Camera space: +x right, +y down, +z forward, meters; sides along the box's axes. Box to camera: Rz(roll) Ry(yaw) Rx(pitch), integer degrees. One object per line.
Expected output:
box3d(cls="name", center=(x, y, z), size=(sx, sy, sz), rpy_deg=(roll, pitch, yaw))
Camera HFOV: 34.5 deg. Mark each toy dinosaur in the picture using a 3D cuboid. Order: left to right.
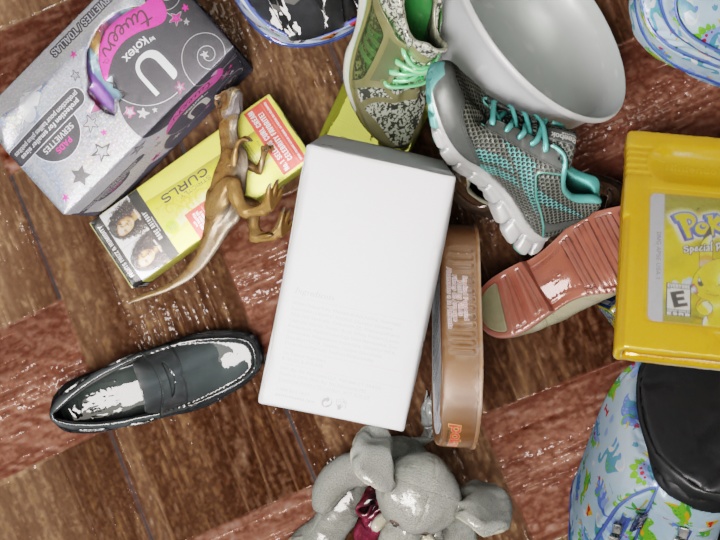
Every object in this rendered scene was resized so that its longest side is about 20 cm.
box3d(cls="toy dinosaur", center=(-0.115, -0.052, 0.999), size=(0.105, 0.060, 0.204), rpy_deg=(16, 88, 24))

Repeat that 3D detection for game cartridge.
box3d(cls="game cartridge", center=(0.298, -0.016, 0.943), size=(0.173, 0.033, 0.203), rpy_deg=(5, 67, 7))

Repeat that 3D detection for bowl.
box3d(cls="bowl", center=(0.127, -0.191, 0.988), size=(0.090, 0.201, 0.202), rpy_deg=(-35, 93, 41))

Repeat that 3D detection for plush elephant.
box3d(cls="plush elephant", center=(0.039, 0.207, 1.001), size=(0.162, 0.155, 0.203), rpy_deg=(24, 94, 0))

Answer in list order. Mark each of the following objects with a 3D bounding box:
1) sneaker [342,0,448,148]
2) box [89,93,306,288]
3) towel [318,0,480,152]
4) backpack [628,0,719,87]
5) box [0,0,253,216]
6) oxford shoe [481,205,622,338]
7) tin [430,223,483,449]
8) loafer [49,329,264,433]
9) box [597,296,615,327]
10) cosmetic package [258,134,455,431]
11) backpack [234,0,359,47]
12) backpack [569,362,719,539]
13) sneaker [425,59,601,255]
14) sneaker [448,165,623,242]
box3d(cls="sneaker", center=(0.035, -0.178, 0.922), size=(0.076, 0.089, 0.203), rpy_deg=(-16, 130, -18))
box3d(cls="box", center=(-0.140, -0.070, 1.042), size=(0.198, 0.050, 0.076), rpy_deg=(-34, 91, 2))
box3d(cls="towel", center=(0.039, -0.191, 1.052), size=(0.085, 0.018, 0.203), rpy_deg=(25, 94, 4))
box3d(cls="backpack", center=(0.331, -0.231, 0.993), size=(0.197, 0.154, 0.166), rpy_deg=(18, 100, 13))
box3d(cls="box", center=(-0.203, -0.153, 0.998), size=(0.200, 0.132, 0.115), rpy_deg=(-44, 90, 3))
box3d(cls="oxford shoe", center=(0.195, -0.001, 1.021), size=(0.197, 0.074, 0.072), rpy_deg=(-24, 75, 14))
box3d(cls="tin", center=(0.081, 0.052, 0.987), size=(0.041, 0.113, 0.203), rpy_deg=(4, 56, -3))
box3d(cls="loafer", center=(-0.183, 0.104, 1.042), size=(0.197, 0.070, 0.069), rpy_deg=(-17, 93, 2))
box3d(cls="box", center=(0.309, -0.008, 1.028), size=(0.199, 0.070, 0.065), rpy_deg=(-41, 90, 3))
box3d(cls="cosmetic package", center=(0.000, 0.000, 0.961), size=(0.121, 0.199, 0.204), rpy_deg=(10, 99, 0))
box3d(cls="backpack", center=(-0.050, -0.288, 0.978), size=(0.197, 0.154, 0.193), rpy_deg=(-24, 90, 1))
box3d(cls="backpack", center=(0.252, 0.177, 0.981), size=(0.151, 0.165, 0.202), rpy_deg=(-3, 137, 8))
box3d(cls="sneaker", center=(0.124, -0.100, 0.913), size=(0.090, 0.079, 0.200), rpy_deg=(-22, 133, 28))
box3d(cls="sneaker", center=(0.171, -0.058, 1.025), size=(0.196, 0.076, 0.072), rpy_deg=(10, 93, 1))
